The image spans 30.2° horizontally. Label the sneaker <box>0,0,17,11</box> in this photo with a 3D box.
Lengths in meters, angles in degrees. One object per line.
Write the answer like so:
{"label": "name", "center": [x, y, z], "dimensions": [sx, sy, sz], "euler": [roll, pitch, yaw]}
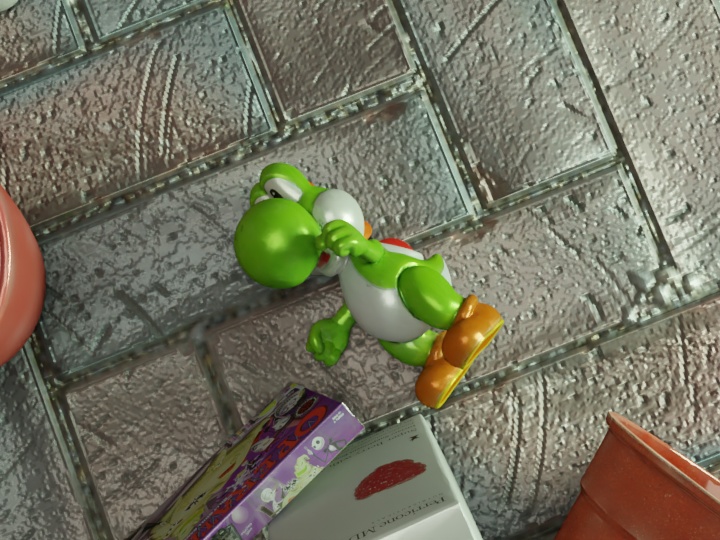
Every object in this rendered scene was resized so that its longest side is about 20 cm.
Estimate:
{"label": "sneaker", "center": [-0.299, -0.291, 0.952], "dimensions": [0.073, 0.116, 0.201], "euler": [-17, 84, -1]}

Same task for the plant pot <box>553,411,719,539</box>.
{"label": "plant pot", "center": [0.184, 0.226, 0.837], "dimensions": [0.201, 0.201, 0.195], "euler": [35, 94, 6]}

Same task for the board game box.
{"label": "board game box", "center": [-0.093, 0.155, 0.870], "dimensions": [0.200, 0.120, 0.032], "euler": [-43, 109, -13]}

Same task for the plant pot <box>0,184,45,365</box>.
{"label": "plant pot", "center": [-0.302, 0.002, 0.886], "dimensions": [0.200, 0.177, 0.201], "euler": [0, 83, 2]}

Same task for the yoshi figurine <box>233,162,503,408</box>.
{"label": "yoshi figurine", "center": [-0.010, 0.010, 0.909], "dimensions": [0.200, 0.112, 0.112], "euler": [40, 93, 9]}

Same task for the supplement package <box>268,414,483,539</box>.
{"label": "supplement package", "center": [0.019, 0.186, 0.826], "dimensions": [0.121, 0.200, 0.120], "euler": [-24, 99, -1]}

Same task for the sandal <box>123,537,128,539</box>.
{"label": "sandal", "center": [-0.098, 0.253, 0.906], "dimensions": [0.200, 0.055, 0.082], "euler": [22, 62, 17]}
